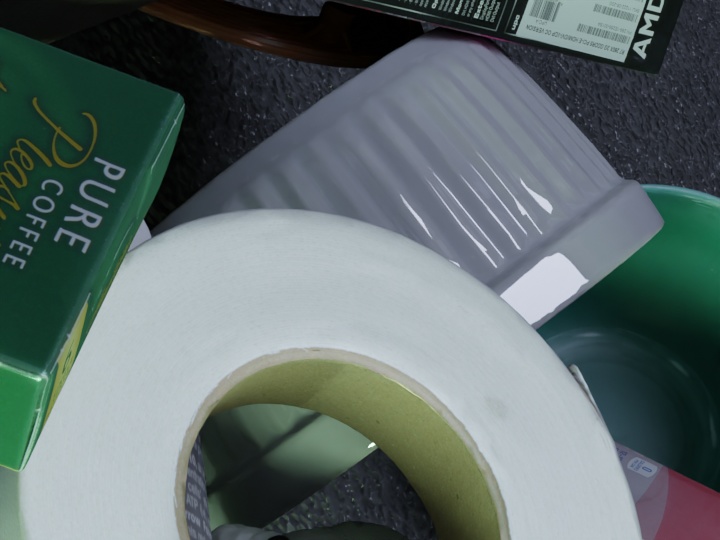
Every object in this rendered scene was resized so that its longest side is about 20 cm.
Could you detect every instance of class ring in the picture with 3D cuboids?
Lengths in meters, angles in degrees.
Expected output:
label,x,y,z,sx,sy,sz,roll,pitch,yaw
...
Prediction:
label,x,y,z,sx,sy,sz,roll,pitch,yaw
ring,-0.066,-0.129,0.910,0.200,0.019,0.201,21,19,-8

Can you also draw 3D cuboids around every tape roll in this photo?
label,x,y,z,sx,sy,sz,roll,pitch,yaw
tape roll,-0.010,0.077,0.688,0.202,0.037,0.203,14,57,-23

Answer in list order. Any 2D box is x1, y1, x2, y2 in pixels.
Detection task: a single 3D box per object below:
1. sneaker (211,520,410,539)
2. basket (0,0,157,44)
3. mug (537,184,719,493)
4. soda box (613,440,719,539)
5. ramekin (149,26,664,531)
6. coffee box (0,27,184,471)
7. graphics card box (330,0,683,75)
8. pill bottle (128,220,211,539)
label,x,y,z,sx,sy,sz,roll,pitch,yaw
sneaker,0.002,0.133,0.831,0.200,0.079,0.074,62,18,-70
basket,-0.146,-0.126,0.732,0.181,0.200,0.136,57,33,-6
mug,0.134,0.057,1.032,0.184,0.114,0.152,11,63,-5
soda box,0.059,0.141,0.776,0.070,0.064,0.200,25,40,21
ramekin,0.000,0.000,0.863,0.105,0.200,0.200,54,32,2
coffee box,-0.158,-0.032,0.636,0.199,0.044,0.123,20,42,-2
graphics card box,0.006,-0.124,0.856,0.200,0.125,0.051,7,106,-37
pill bottle,-0.101,0.081,0.731,0.113,0.113,0.201,23,50,-46
